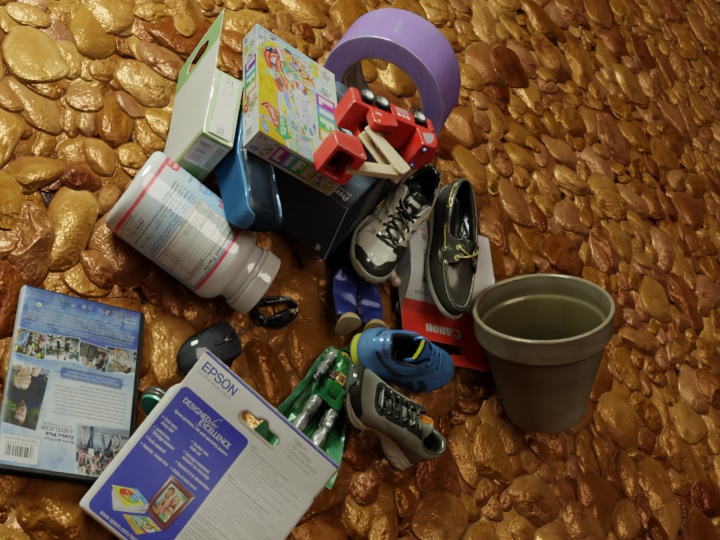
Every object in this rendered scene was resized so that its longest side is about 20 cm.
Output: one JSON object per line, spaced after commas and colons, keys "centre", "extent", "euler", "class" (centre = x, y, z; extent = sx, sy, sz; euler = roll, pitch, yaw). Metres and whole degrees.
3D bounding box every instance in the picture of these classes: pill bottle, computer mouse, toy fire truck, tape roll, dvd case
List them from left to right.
{"centre": [-0.307, 0.124, 0.959], "extent": [0.140, 0.017, 0.204], "euler": [17, 56, -31], "class": "dvd case"}
{"centre": [-0.196, -0.039, 1.073], "extent": [0.199, 0.108, 0.110], "euler": [38, 49, -16], "class": "pill bottle"}
{"centre": [-0.144, 0.076, 1.102], "extent": [0.199, 0.034, 0.059], "euler": [-32, 87, -44], "class": "computer mouse"}
{"centre": [0.025, -0.159, 1.132], "extent": [0.197, 0.049, 0.143], "euler": [16, 45, -35], "class": "toy fire truck"}
{"centre": [0.045, -0.274, 1.324], "extent": [0.199, 0.199, 0.086], "euler": [41, 49, -12], "class": "tape roll"}

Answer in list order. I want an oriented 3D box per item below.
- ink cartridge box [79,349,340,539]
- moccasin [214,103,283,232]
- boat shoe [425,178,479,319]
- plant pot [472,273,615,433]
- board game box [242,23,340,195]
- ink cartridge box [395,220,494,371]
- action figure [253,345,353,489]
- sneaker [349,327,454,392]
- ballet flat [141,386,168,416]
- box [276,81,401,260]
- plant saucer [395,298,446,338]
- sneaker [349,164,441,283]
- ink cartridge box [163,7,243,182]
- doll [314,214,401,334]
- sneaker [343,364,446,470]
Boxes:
{"centre": [-0.155, 0.224, 0.942], "extent": [0.197, 0.047, 0.201], "euler": [43, 76, -12], "class": "ink cartridge box"}
{"centre": [-0.135, -0.118, 1.089], "extent": [0.067, 0.080, 0.203], "euler": [19, 45, -33], "class": "moccasin"}
{"centre": [0.136, -0.035, 1.277], "extent": [0.070, 0.060, 0.206], "euler": [14, 62, -31], "class": "boat shoe"}
{"centre": [0.260, 0.127, 1.280], "extent": [0.199, 0.197, 0.177], "euler": [-31, 125, -43], "class": "plant pot"}
{"centre": [-0.086, -0.204, 1.127], "extent": [0.133, 0.034, 0.203], "euler": [27, 41, -35], "class": "board game box"}
{"centre": [0.128, 0.032, 1.306], "extent": [0.160, 0.057, 0.204], "euler": [13, 54, -32], "class": "ink cartridge box"}
{"centre": [-0.039, 0.159, 1.129], "extent": [0.118, 0.055, 0.201], "euler": [41, 44, -9], "class": "action figure"}
{"centre": [0.075, 0.119, 1.180], "extent": [0.198, 0.077, 0.068], "euler": [21, 64, -45], "class": "sneaker"}
{"centre": [-0.162, 0.193, 1.003], "extent": [0.201, 0.073, 0.073], "euler": [50, 47, -10], "class": "ballet flat"}
{"centre": [-0.041, -0.140, 1.225], "extent": [0.147, 0.108, 0.200], "euler": [36, 47, 7], "class": "box"}
{"centre": [0.120, 0.029, 1.344], "extent": [0.070, 0.019, 0.200], "euler": [51, 46, -4], "class": "plant saucer"}
{"centre": [0.050, -0.073, 1.225], "extent": [0.075, 0.088, 0.202], "euler": [34, 53, -7], "class": "sneaker"}
{"centre": [-0.199, -0.208, 1.136], "extent": [0.047, 0.145, 0.204], "euler": [23, 54, -26], "class": "ink cartridge box"}
{"centre": [0.000, 0.000, 1.239], "extent": [0.134, 0.049, 0.203], "euler": [16, 48, -23], "class": "doll"}
{"centre": [0.042, 0.177, 1.118], "extent": [0.201, 0.078, 0.075], "euler": [50, 38, -40], "class": "sneaker"}
